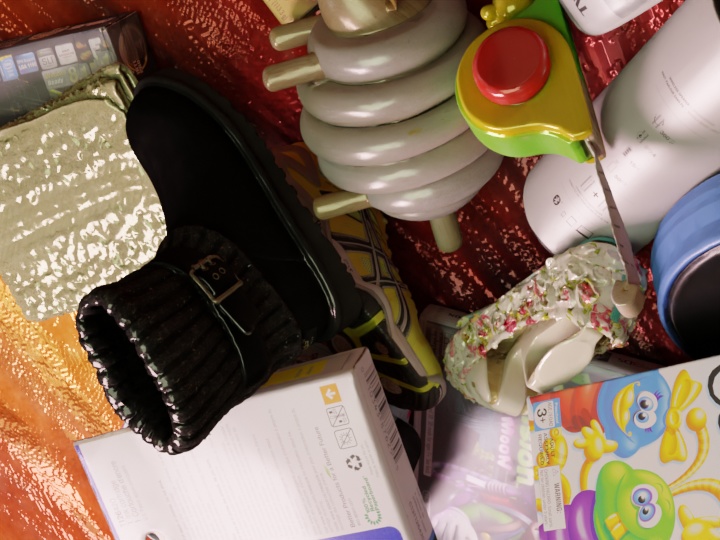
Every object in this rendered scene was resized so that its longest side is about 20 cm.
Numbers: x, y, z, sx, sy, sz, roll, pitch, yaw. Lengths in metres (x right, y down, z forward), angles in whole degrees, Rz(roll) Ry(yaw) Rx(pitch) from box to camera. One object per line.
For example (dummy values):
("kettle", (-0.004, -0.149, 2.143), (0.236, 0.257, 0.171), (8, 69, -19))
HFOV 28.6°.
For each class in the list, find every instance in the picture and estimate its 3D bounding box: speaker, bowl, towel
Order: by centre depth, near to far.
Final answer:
("bowl", (0.255, 0.012, 0.759), (0.197, 0.040, 0.202), (10, 149, 6))
("speaker", (0.166, -0.078, 0.760), (0.081, 0.081, 0.200), (42, 144, 2))
("towel", (-0.193, -0.047, 0.975), (0.198, 0.037, 0.150), (-20, 106, 32))

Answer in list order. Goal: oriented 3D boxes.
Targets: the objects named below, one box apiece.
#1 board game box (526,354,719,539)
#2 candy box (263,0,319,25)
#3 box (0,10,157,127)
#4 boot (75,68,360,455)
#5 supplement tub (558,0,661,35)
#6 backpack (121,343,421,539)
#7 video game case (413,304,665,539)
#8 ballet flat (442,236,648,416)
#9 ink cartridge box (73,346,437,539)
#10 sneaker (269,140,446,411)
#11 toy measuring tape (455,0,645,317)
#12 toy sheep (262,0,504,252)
("board game box", (0.202, 0.106, 0.766), (0.199, 0.104, 0.105), (-19, 69, 43))
("candy box", (-0.058, -0.260, 0.835), (0.116, 0.056, 0.201), (-33, 98, 37))
("box", (-0.221, -0.088, 1.019), (0.197, 0.049, 0.163), (-5, 111, 29))
("boot", (-0.112, -0.012, 0.832), (0.212, 0.157, 0.080), (50, 145, 12))
("supplement tub", (0.110, -0.233, 0.716), (0.122, 0.123, 0.201), (-31, 99, 36))
("backpack", (-0.065, 0.134, 0.983), (0.197, 0.151, 0.179), (20, 131, 5))
("video game case", (0.120, 0.134, 0.969), (0.179, 0.023, 0.203), (14, 121, 21))
("ballet flat", (0.100, 0.048, 0.843), (0.075, 0.065, 0.200), (20, 147, -12))
("ink cartridge box", (-0.054, 0.165, 0.887), (0.197, 0.047, 0.200), (-14, 106, 24))
("sneaker", (0.000, 0.000, 0.921), (0.201, 0.076, 0.075), (55, 147, -5))
("toy measuring tape", (0.092, -0.063, 0.741), (0.073, 0.073, 0.203), (-30, 60, 36))
("toy sheep", (0.023, -0.096, 0.835), (0.136, 0.139, 0.202), (0, 130, 28))
